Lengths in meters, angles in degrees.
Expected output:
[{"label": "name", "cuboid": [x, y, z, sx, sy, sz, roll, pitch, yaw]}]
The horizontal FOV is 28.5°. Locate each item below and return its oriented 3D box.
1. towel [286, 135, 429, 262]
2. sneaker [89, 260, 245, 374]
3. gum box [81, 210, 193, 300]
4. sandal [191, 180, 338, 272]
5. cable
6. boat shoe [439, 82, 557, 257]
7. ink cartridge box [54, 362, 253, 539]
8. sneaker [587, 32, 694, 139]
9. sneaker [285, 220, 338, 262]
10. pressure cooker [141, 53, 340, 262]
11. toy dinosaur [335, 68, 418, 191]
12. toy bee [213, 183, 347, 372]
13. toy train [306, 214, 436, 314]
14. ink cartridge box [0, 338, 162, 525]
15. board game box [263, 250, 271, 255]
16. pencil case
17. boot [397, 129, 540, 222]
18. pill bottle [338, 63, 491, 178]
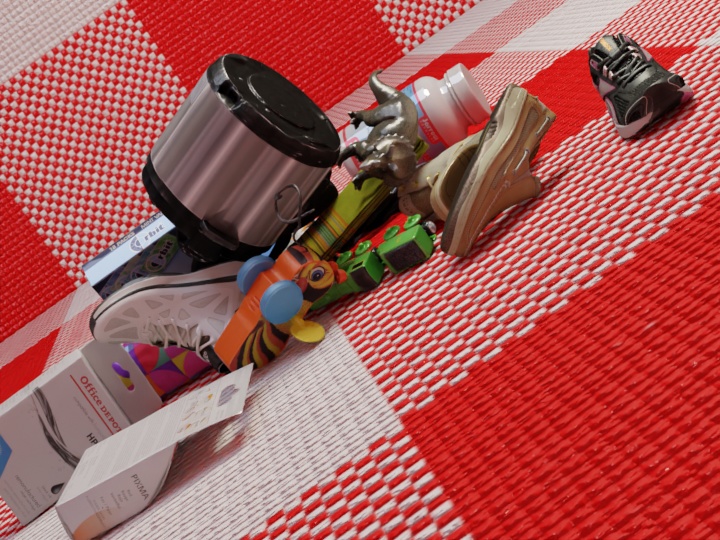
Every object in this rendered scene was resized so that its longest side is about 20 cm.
[{"label": "towel", "cuboid": [-0.006, -0.083, 1.619, 0.200, 0.018, 0.086, -48, 29, 1]}, {"label": "sneaker", "cuboid": [-0.193, 0.064, 1.548, 0.198, 0.076, 0.116, -16, 52, -7]}, {"label": "gum box", "cuboid": [-0.213, 0.014, 1.709, 0.169, 0.201, 0.045, -35, 47, -2]}, {"label": "sandal", "cuboid": [-0.109, -0.038, 1.648, 0.198, 0.045, 0.075, -30, -25, 2]}, {"label": "cable", "cuboid": [0.043, -0.079, 1.701, 0.162, 0.051, 0.200, -21, 10, 31]}, {"label": "boat shoe", "cuboid": [0.143, -0.092, 1.396, 0.202, 0.075, 0.072, -64, 3, -23]}, {"label": "ink cartridge box", "cuboid": [-0.185, 0.172, 1.363, 0.198, 0.051, 0.162, -26, 11, 5]}, {"label": "sneaker", "cuboid": [0.263, -0.192, 1.416, 0.080, 0.087, 0.200, -36, 12, 1]}, {"label": "sneaker", "cuboid": [-0.081, -0.017, 1.748, 0.092, 0.076, 0.200, -38, 10, 4]}, {"label": "pressure cooker", "cuboid": [-0.139, -0.110, 1.535, 0.201, 0.179, 0.175, -51, -17, 20]}, {"label": "toy dinosaur", "cuboid": [0.029, -0.149, 1.579, 0.101, 0.077, 0.201, -14, 37, 29]}, {"label": "toy bee", "cuboid": [-0.066, 0.022, 1.472, 0.108, 0.132, 0.200, 9, -44, -42]}, {"label": "toy train", "cuboid": [0.000, 0.000, 1.523, 0.199, 0.042, 0.057, -28, 24, 33]}, {"label": "ink cartridge box", "cuboid": [-0.325, 0.169, 1.567, 0.199, 0.116, 0.067, -37, 11, -9]}, {"label": "board game box", "cuboid": [-0.160, 0.024, 1.903, 0.157, 0.039, 0.201, -21, 22, 33]}, {"label": "pencil case", "cuboid": [-0.221, 0.091, 1.666, 0.199, 0.089, 0.088, -35, 11, 11]}, {"label": "boot", "cuboid": [0.095, -0.088, 1.526, 0.154, 0.072, 0.200, -27, 13, 41]}, {"label": "pill bottle", "cuboid": [0.073, -0.190, 1.911, 0.199, 0.109, 0.109, -32, 11, 16]}]
